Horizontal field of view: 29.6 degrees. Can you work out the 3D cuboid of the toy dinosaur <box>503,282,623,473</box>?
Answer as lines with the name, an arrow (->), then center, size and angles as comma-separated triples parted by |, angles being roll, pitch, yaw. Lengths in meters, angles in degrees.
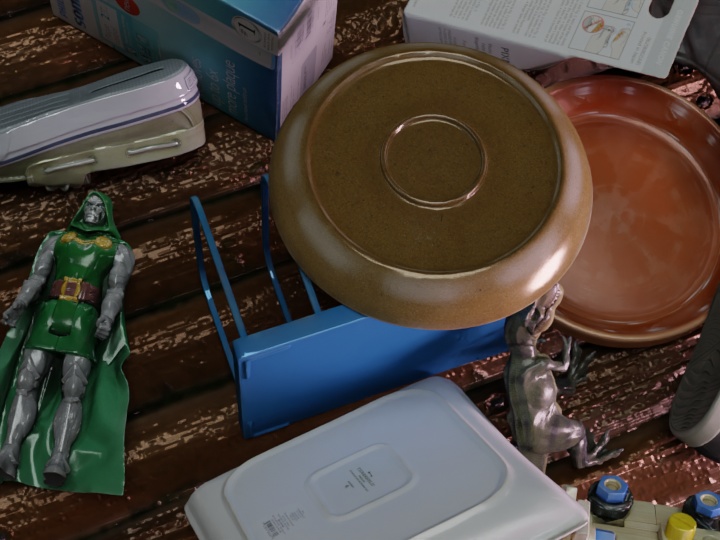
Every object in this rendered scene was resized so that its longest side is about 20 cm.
toy dinosaur -> 0.124, 0.096, 0.874 | 0.087, 0.047, 0.203 | -16, 107, -43

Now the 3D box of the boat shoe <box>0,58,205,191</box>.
boat shoe -> -0.201, -0.086, 0.928 | 0.197, 0.072, 0.063 | -16, 114, 1

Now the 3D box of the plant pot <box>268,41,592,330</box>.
plant pot -> 0.043, -0.061, 0.815 | 0.197, 0.028, 0.203 | 1, 62, -2

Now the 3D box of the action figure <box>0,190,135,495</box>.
action figure -> -0.192, 0.039, 0.888 | 0.116, 0.055, 0.203 | 8, 64, 2

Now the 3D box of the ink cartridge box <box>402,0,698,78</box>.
ink cartridge box -> 0.150, -0.211, 0.989 | 0.198, 0.057, 0.164 | 20, 67, 16

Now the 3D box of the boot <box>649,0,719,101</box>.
boot -> 0.235, -0.152, 0.972 | 0.130, 0.070, 0.201 | 13, 39, 2

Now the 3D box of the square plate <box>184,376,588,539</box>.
square plate -> 0.004, 0.135, 0.803 | 0.196, 0.200, 0.029 | -23, 115, -12

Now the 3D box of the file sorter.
file sorter -> 0.000, 0.000, 0.871 | 0.197, 0.139, 0.124 | -17, 67, -11

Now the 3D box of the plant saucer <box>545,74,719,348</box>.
plant saucer -> 0.178, -0.042, 0.957 | 0.197, 0.032, 0.203 | 2, 68, -5

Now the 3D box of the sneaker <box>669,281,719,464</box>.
sneaker -> 0.288, 0.046, 0.898 | 0.106, 0.075, 0.202 | 32, 82, -14

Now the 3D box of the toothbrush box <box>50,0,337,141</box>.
toothbrush box -> -0.119, -0.200, 0.936 | 0.198, 0.147, 0.086 | 31, 69, 7

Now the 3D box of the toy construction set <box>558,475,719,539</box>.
toy construction set -> 0.185, 0.182, 0.813 | 0.198, 0.093, 0.132 | 21, 31, -4
